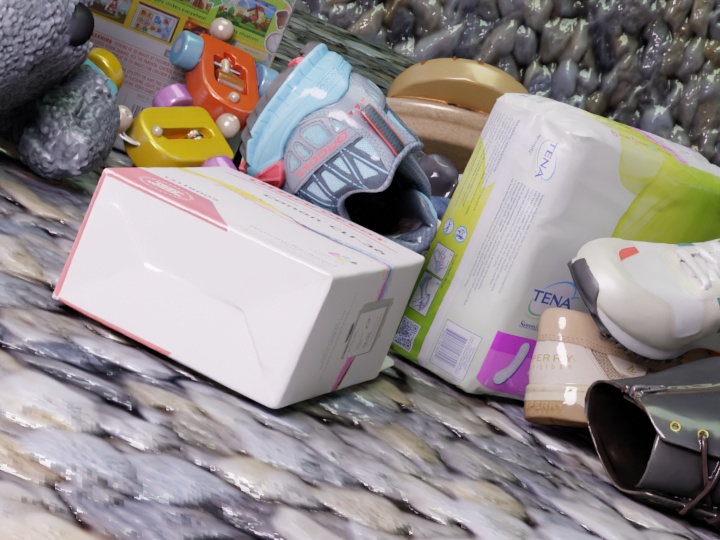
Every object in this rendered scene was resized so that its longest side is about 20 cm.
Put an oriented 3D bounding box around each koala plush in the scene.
[{"bbox_3d":[-0.204,-0.134,1.335,0.183,0.178,0.200,11,10,-5],"label":"koala plush"}]

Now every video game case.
[{"bbox_3d":[-0.142,-0.170,1.605,0.199,0.183,0.023,21,6,-19],"label":"video game case"}]

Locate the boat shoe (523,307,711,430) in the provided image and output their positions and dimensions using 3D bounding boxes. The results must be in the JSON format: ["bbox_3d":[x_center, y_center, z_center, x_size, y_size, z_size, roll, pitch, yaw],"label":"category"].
[{"bbox_3d":[0.162,0.057,1.381,0.071,0.065,0.200,-2,-8,39],"label":"boat shoe"}]

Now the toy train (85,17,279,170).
[{"bbox_3d":[-0.138,-0.105,1.538,0.199,0.056,0.151,20,38,-30],"label":"toy train"}]

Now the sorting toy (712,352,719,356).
[{"bbox_3d":[0.237,0.072,1.648,0.199,0.037,0.185,18,10,-35],"label":"sorting toy"}]

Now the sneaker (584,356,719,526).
[{"bbox_3d":[0.197,0.112,1.253,0.106,0.075,0.200,-4,30,-38],"label":"sneaker"}]

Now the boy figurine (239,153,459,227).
[{"bbox_3d":[-0.008,-0.049,1.475,0.124,0.065,0.200,33,10,36],"label":"boy figurine"}]

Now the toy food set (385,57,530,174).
[{"bbox_3d":[0.048,-0.077,1.744,0.197,0.049,0.200,-2,-24,34],"label":"toy food set"}]

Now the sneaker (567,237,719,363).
[{"bbox_3d":[0.193,0.000,1.342,0.199,0.093,0.071,14,40,-42],"label":"sneaker"}]

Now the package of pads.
[{"bbox_3d":[0.120,-0.005,1.407,0.068,0.155,0.200,30,11,37],"label":"package of pads"}]

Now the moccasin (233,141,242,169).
[{"bbox_3d":[-0.087,-0.097,1.692,0.199,0.068,0.080,24,9,3],"label":"moccasin"}]

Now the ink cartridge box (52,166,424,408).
[{"bbox_3d":[-0.046,0.003,1.211,0.116,0.068,0.200,25,9,13],"label":"ink cartridge box"}]

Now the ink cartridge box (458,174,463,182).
[{"bbox_3d":[0.171,0.000,1.594,0.199,0.045,0.176,4,-23,29],"label":"ink cartridge box"}]

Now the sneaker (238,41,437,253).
[{"bbox_3d":[-0.010,-0.026,1.314,0.095,0.079,0.200,35,-21,15],"label":"sneaker"}]

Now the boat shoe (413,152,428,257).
[{"bbox_3d":[0.045,-0.035,1.664,0.200,0.073,0.062,23,3,-44],"label":"boat shoe"}]
